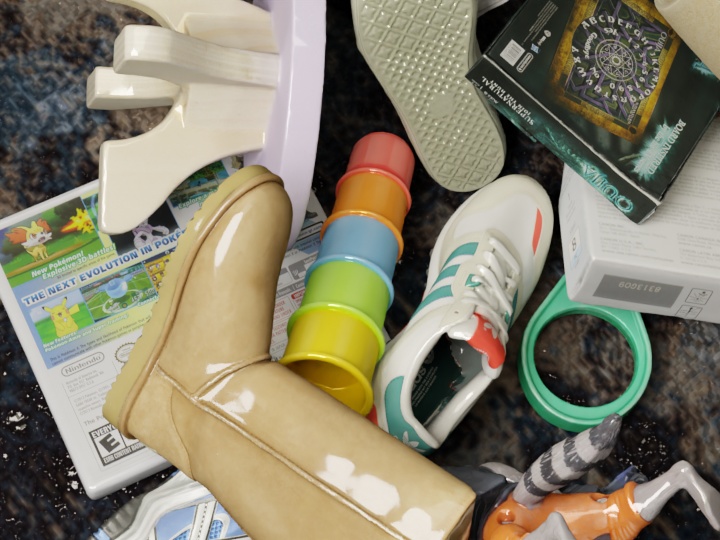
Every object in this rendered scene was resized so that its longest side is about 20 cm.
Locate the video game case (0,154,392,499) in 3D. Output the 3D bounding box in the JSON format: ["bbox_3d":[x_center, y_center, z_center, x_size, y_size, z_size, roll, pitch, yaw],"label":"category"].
[{"bbox_3d":[-0.106,0.016,1.089,0.199,0.022,0.183,-24,70,-12],"label":"video game case"}]

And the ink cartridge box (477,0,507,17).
[{"bbox_3d":[0.005,-0.237,1.094,0.200,0.145,0.084,31,70,-19],"label":"ink cartridge box"}]

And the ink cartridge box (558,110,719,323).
[{"bbox_3d":[0.201,-0.059,1.120,0.159,0.047,0.201,8,49,-11],"label":"ink cartridge box"}]

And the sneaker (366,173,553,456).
[{"bbox_3d":[0.068,0.029,1.043,0.070,0.093,0.200,42,71,-20],"label":"sneaker"}]

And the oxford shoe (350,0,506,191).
[{"bbox_3d":[0.039,-0.136,1.081,0.075,0.200,0.058,-17,40,6],"label":"oxford shoe"}]

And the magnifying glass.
[{"bbox_3d":[0.145,0.003,1.107,0.079,0.022,0.201,11,65,2],"label":"magnifying glass"}]

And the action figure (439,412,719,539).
[{"bbox_3d":[0.098,0.124,0.978,0.200,0.193,0.105,-31,101,-39],"label":"action figure"}]

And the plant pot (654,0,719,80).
[{"bbox_3d":[0.281,-0.149,1.060,0.199,0.187,0.188,26,67,-11],"label":"plant pot"}]

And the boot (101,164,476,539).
[{"bbox_3d":[-0.020,0.068,0.931,0.200,0.066,0.176,35,110,22],"label":"boot"}]

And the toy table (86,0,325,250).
[{"bbox_3d":[-0.091,-0.115,1.048,0.117,0.184,0.201,3,75,-15],"label":"toy table"}]

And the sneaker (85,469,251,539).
[{"bbox_3d":[-0.099,0.155,1.000,0.200,0.076,0.077,-40,85,-8],"label":"sneaker"}]

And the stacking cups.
[{"bbox_3d":[0.000,0.000,1.056,0.060,0.061,0.200,15,45,3],"label":"stacking cups"}]

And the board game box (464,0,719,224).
[{"bbox_3d":[0.162,-0.134,1.100,0.135,0.028,0.200,41,51,-2],"label":"board game box"}]
